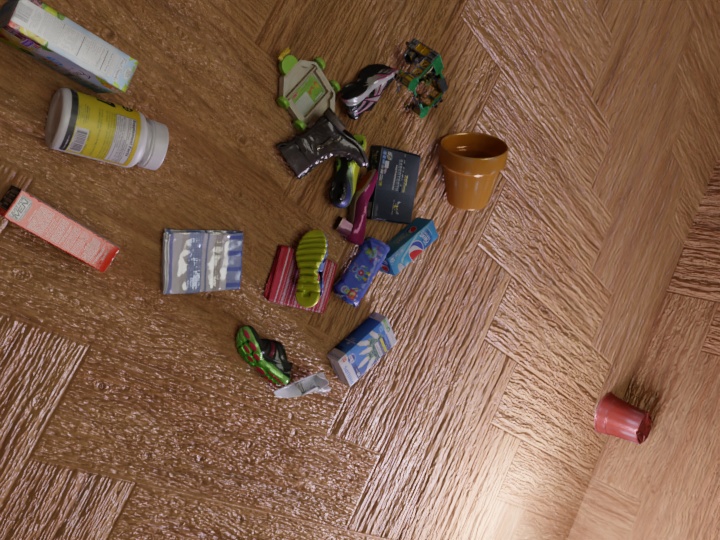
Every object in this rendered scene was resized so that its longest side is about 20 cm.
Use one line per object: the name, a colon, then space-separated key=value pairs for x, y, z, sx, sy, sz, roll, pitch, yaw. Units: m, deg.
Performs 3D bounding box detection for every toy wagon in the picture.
toy wagon: x=-0.137 y=-0.443 z=1.444 sx=0.156 sy=0.039 sz=0.200 roll=-52 pitch=127 yaw=-18

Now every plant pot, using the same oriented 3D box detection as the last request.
plant pot: x=0.329 y=-0.290 z=1.794 sx=0.199 sy=0.200 sz=0.185 roll=-26 pitch=132 yaw=-33
plant pot: x=1.227 y=0.699 z=2.787 sx=0.200 sy=0.195 sz=0.203 roll=-12 pitch=109 yaw=-38

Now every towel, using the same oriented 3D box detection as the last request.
towel: x=-0.358 y=-0.021 z=1.370 sx=0.199 sy=0.024 sz=0.148 roll=-2 pitch=103 yaw=-40
towel: x=-0.152 y=0.025 z=1.558 sx=0.199 sy=0.022 sz=0.146 roll=18 pitch=87 yaw=-43

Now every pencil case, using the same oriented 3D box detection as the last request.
pencil case: x=0.000 y=0.000 z=1.646 sx=0.086 sy=0.078 sz=0.201 roll=31 pitch=78 yaw=-1

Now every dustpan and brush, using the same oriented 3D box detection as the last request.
dustpan and brush: x=-0.128 y=0.312 z=1.610 sx=0.058 sy=0.139 sz=0.200 roll=67 pitch=17 yaw=9

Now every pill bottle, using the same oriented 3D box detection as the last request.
pill bottle: x=-0.480 y=-0.262 z=1.146 sx=0.199 sy=0.114 sz=0.115 roll=11 pitch=94 yaw=-42

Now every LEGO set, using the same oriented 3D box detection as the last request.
LEGO set: x=0.149 y=-0.525 z=1.629 sx=0.154 sy=0.116 sz=0.200 roll=-50 pitch=153 yaw=6

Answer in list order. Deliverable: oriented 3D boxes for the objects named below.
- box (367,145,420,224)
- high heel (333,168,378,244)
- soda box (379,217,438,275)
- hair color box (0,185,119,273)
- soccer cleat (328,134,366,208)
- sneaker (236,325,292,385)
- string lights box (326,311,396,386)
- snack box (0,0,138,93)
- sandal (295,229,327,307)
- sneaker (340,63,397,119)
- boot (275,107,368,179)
box: x=0.087 y=-0.236 z=1.678 sx=0.157 sy=0.051 sz=0.202 roll=4 pitch=98 yaw=-42
high heel: x=0.011 y=-0.171 z=1.618 sx=0.096 sy=0.067 sz=0.201 roll=31 pitch=95 yaw=-31
soda box: x=0.134 y=-0.072 z=1.747 sx=0.200 sy=0.068 sz=0.065 roll=-41 pitch=124 yaw=-26
hair color box: x=-0.567 y=-0.076 z=1.127 sx=0.200 sy=0.101 sz=0.062 roll=39 pitch=75 yaw=-38
soccer cleat: x=-0.032 y=-0.259 z=1.578 sx=0.084 sy=0.064 sz=0.202 roll=38 pitch=69 yaw=-70
sneaker: x=-0.240 y=0.204 z=1.507 sx=0.201 sy=0.076 sz=0.084 roll=57 pitch=40 yaw=-32
string lights box: x=0.006 y=0.223 z=1.717 sx=0.200 sy=0.059 sz=0.103 roll=-40 pitch=125 yaw=-26
snack box: x=-0.516 y=-0.388 z=1.047 sx=0.199 sy=0.168 sz=0.068 roll=25 pitch=86 yaw=-41
sandal: x=-0.124 y=-0.004 z=1.526 sx=0.087 sy=0.079 sz=0.202 roll=46 pitch=53 yaw=-79
sneaker: x=0.020 y=-0.465 z=1.563 sx=0.200 sy=0.080 sz=0.087 roll=-41 pitch=147 yaw=-28
boot: x=-0.092 y=-0.285 z=1.481 sx=0.174 sy=0.069 sz=0.200 roll=-40 pitch=123 yaw=6
